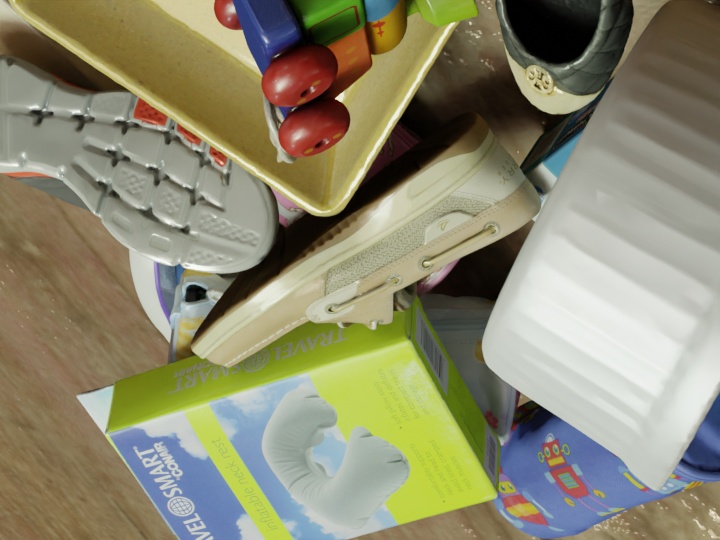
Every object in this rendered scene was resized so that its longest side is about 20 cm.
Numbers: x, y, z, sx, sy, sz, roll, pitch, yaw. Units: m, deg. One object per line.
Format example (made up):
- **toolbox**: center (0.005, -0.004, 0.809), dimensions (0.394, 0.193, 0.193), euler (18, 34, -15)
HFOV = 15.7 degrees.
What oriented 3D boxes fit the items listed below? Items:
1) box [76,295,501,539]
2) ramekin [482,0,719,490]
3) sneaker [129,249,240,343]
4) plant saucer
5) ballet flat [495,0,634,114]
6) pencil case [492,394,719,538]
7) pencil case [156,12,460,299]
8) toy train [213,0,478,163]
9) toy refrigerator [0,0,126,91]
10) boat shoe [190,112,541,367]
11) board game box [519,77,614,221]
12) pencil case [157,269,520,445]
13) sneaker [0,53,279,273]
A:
- **box**: center (-0.040, 0.091, 1.384), dimensions (0.199, 0.048, 0.122), euler (-18, 126, 18)
- **ramekin**: center (0.132, -0.018, 1.100), dimensions (0.098, 0.201, 0.201), euler (29, 148, 7)
- **sneaker**: center (-0.039, 0.027, 1.508), dimensions (0.146, 0.081, 0.200), euler (4, 134, 26)
- **plant saucer**: center (-0.045, -0.155, 1.241), dimensions (0.200, 0.048, 0.200), euler (34, 125, 2)
- **ballet flat**: center (0.078, -0.129, 1.078), dimensions (0.066, 0.057, 0.200), euler (25, 149, 17)
- **pencil case**: center (0.141, 0.090, 1.397), dimensions (0.078, 0.087, 0.200), euler (62, 154, 2)
- **pencil case**: center (-0.025, -0.067, 1.355), dimensions (0.200, 0.083, 0.086), euler (42, 163, -11)
- **toy train**: center (0.002, -0.109, 1.171), dimensions (0.085, 0.115, 0.200), euler (63, 177, 15)
- **toy refrigerator**: center (-0.122, -0.100, 1.407), dimensions (0.200, 0.076, 0.070), euler (42, 148, -13)
- **boat shoe**: center (0.000, 0.000, 1.301), dimensions (0.200, 0.072, 0.065), euler (-35, 105, 24)
- **board game box**: center (0.187, -0.016, 1.258), dimensions (0.200, 0.047, 0.151), euler (39, 148, -7)
- **pencil case**: center (-0.008, 0.045, 1.427), dimensions (0.199, 0.083, 0.091), euler (6, 129, 1)
- **sneaker**: center (-0.119, -0.056, 1.343), dimensions (0.200, 0.077, 0.082), euler (27, 180, 21)
